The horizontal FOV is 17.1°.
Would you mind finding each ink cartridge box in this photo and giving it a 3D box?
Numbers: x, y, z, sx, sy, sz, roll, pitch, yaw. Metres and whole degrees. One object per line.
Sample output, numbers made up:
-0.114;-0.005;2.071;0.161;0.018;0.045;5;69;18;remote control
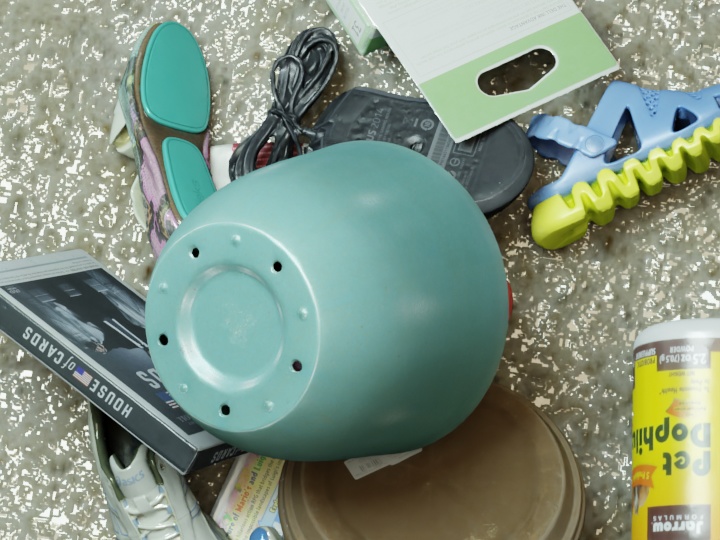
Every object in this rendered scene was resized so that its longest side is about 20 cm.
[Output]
0.063;-0.184;1.640;0.146;0.048;0.200;-26;75;-24;ink cartridge box

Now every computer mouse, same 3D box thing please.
0.024;-0.081;1.622;0.200;0.053;0.139;17;65;18;computer mouse

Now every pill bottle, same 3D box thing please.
0.232;0.137;1.561;0.109;0.109;0.200;1;78;2;pill bottle

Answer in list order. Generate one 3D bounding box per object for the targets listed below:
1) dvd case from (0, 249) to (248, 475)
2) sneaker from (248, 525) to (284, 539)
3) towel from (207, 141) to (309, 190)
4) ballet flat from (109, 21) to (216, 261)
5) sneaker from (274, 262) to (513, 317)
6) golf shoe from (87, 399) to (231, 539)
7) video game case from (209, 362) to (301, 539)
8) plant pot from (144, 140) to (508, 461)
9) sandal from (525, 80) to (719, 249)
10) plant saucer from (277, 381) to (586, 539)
-0.151;0.056;1.562;0.200;0.150;0.025;36;107;16;dvd case
0.019;0.189;1.549;0.200;0.076;0.077;-10;84;0;sneaker
-0.013;-0.019;1.636;0.200;0.023;0.144;1;69;3;towel
-0.136;-0.080;1.634;0.069;0.071;0.200;16;46;-36;ballet flat
0.000;0.000;1.566;0.200;0.098;0.071;8;72;7;sneaker
-0.139;0.158;1.561;0.078;0.097;0.200;-25;70;6;golf shoe
0.003;0.154;1.609;0.182;0.024;0.200;23;80;7;video game case
-0.035;0.024;1.450;0.201;0.161;0.201;4;97;31;plant pot
0.192;-0.096;1.630;0.200;0.079;0.087;-26;75;-5;sandal
0.046;0.140;1.538;0.200;0.029;0.200;-1;50;1;plant saucer
